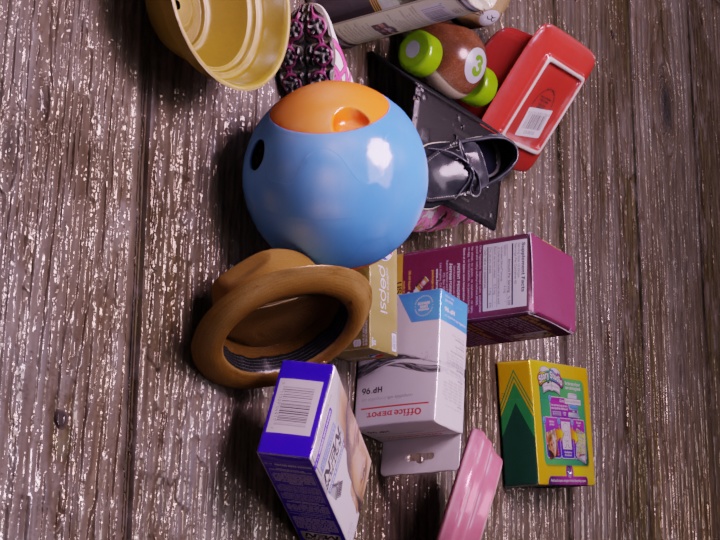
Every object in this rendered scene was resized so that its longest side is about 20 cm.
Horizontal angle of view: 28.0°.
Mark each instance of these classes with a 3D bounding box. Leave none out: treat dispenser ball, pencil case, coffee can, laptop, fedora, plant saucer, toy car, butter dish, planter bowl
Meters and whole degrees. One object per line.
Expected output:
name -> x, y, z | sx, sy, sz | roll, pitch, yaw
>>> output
treat dispenser ball -> -0.026, -0.100, 1.535 | 0.200, 0.199, 0.204 | 21, 65, -54
pencil case -> 0.094, -0.099, 1.849 | 0.083, 0.087, 0.199 | 42, 23, 21
coffee can -> 0.050, -0.361, 1.727 | 0.146, 0.198, 0.149 | 22, 63, -54
laptop -> 0.091, -0.165, 1.822 | 0.176, 0.102, 0.203 | 23, 66, -41
fedora -> -0.087, 0.037, 1.469 | 0.200, 0.200, 0.082 | 31, 24, -51
plant saucer -> 0.125, 0.293, 1.728 | 0.200, 0.050, 0.203 | 19, 89, -84
toy car -> 0.150, -0.335, 1.855 | 0.163, 0.200, 0.159 | 18, 39, -50
butter dish -> 0.205, -0.263, 2.022 | 0.199, 0.147, 0.201 | 12, 112, -58
planter bowl -> -0.161, -0.277, 1.471 | 0.199, 0.083, 0.204 | 15, 72, -55

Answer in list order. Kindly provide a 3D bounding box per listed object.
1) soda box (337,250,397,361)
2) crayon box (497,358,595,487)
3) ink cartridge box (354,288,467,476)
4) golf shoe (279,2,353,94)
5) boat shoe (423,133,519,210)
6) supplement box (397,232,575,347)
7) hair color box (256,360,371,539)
soda box -> 0.000, 0.000, 1.680 | 0.064, 0.067, 0.203 | 21, 65, -54
crayon box -> 0.268, 0.222, 2.069 | 0.199, 0.058, 0.175 | 14, 70, -57
ink cartridge box -> 0.059, 0.133, 1.696 | 0.068, 0.115, 0.203 | 30, 57, -50
golf shoe -> -0.044, -0.210, 1.667 | 0.092, 0.072, 0.203 | -40, 126, -61
boat shoe -> 0.119, -0.123, 1.725 | 0.199, 0.062, 0.076 | -21, 100, -45
supplement box -> 0.151, 0.030, 1.795 | 0.130, 0.198, 0.105 | 25, 62, -54
hair color box -> -0.044, 0.195, 1.508 | 0.201, 0.064, 0.110 | 74, 26, -53
